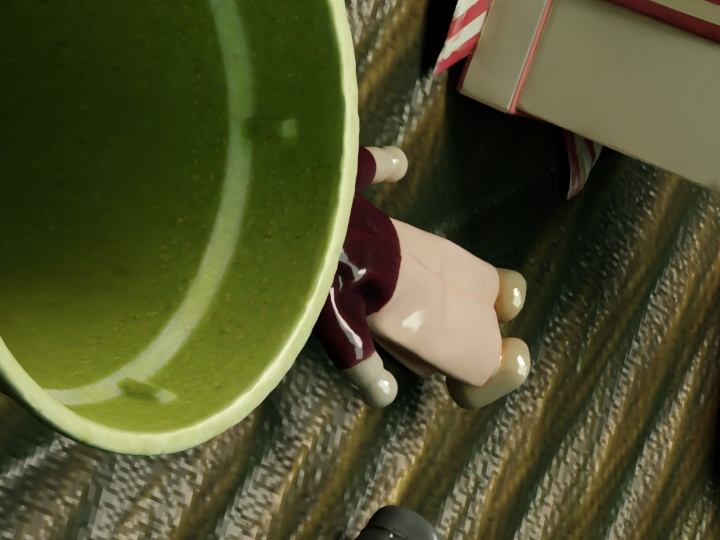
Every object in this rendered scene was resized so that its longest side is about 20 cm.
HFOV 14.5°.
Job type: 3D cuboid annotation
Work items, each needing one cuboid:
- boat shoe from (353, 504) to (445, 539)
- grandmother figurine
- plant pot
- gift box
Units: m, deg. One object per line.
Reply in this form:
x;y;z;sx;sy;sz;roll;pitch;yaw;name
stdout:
0.049;0.188;1.266;0.063;0.073;0.202;-53;128;-27;boat shoe
0.000;0.000;1.208;0.200;0.060;0.122;33;39;-47;grandmother figurine
-0.131;-0.047;0.915;0.200;0.183;0.202;-4;95;-53;plant pot
0.155;-0.114;1.307;0.184;0.186;0.201;17;98;-55;gift box
